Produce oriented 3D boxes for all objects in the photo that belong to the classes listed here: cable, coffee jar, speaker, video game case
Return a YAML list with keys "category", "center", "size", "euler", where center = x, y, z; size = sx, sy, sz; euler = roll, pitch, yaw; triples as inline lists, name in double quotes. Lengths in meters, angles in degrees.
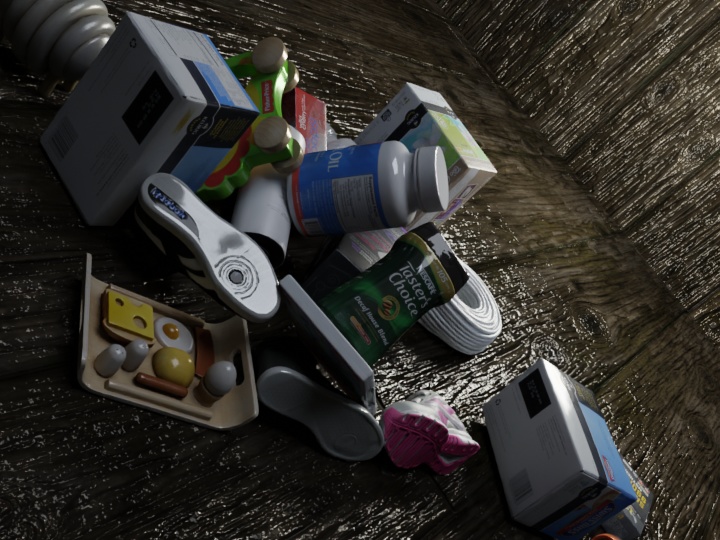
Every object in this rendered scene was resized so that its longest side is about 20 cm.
- category: "cable"
  center: [0.154, 0.045, 1.414]
  size: [0.199, 0.069, 0.201]
  euler: [41, 27, -14]
- category: "coffee jar"
  center: [0.040, 0.031, 1.051]
  size: [0.199, 0.085, 0.105]
  euler: [-38, 95, -20]
- category: "speaker"
  center: [-0.124, -0.101, 1.121]
  size: [0.081, 0.081, 0.203]
  euler: [30, 48, -30]
- category: "video game case"
  center: [-0.034, 0.094, 0.969]
  size: [0.143, 0.017, 0.201]
  euler: [48, -13, 18]

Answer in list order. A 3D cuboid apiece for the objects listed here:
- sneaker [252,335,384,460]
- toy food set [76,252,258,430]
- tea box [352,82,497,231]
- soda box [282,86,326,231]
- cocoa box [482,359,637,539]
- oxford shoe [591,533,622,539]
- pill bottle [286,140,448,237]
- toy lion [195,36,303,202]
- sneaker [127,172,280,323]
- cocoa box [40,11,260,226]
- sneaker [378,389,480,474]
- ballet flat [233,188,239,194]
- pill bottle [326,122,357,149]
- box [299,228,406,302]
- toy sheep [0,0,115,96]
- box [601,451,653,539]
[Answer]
- category: "sneaker"
  center: [-0.049, 0.143, 0.973]
  size: [0.199, 0.071, 0.100]
  euler: [40, 14, -32]
- category: "toy food set"
  center: [-0.196, 0.070, 0.857]
  size: [0.198, 0.060, 0.145]
  euler: [27, 33, -36]
- category: "tea box"
  center: [0.098, -0.187, 1.501]
  size: [0.198, 0.200, 0.133]
  euler: [55, 27, 18]
- category: "soda box"
  center: [-0.094, -0.166, 1.258]
  size: [0.069, 0.063, 0.203]
  euler: [19, 60, -43]
- category: "cocoa box"
  center: [0.284, 0.263, 1.220]
  size: [0.130, 0.133, 0.202]
  euler: [31, 30, -31]
- category: "oxford shoe"
  center: [0.415, 0.472, 1.222]
  size: [0.072, 0.071, 0.202]
  euler: [13, 42, -56]
- category: "pill bottle"
  center: [0.012, -0.109, 1.098]
  size: [0.112, 0.196, 0.114]
  euler: [-6, 90, -74]
- category: "toy lion"
  center: [-0.174, -0.189, 1.096]
  size: [0.069, 0.188, 0.203]
  euler: [56, 26, -62]
- category: "sneaker"
  center: [-0.175, -0.008, 0.935]
  size: [0.200, 0.112, 0.073]
  euler: [47, 53, 3]
- category: "cocoa box"
  center: [-0.239, -0.163, 0.954]
  size: [0.134, 0.200, 0.131]
  euler: [54, 27, 17]
- category: "sneaker"
  center: [0.074, 0.198, 1.070]
  size: [0.200, 0.081, 0.089]
  euler: [38, 16, -54]
- category: "ballet flat"
  center: [-0.219, -0.182, 1.165]
  size: [0.199, 0.069, 0.063]
  euler: [39, 31, -15]
- category: "pill bottle"
  center: [-0.025, -0.139, 1.348]
  size: [0.201, 0.111, 0.111]
  euler: [51, 26, 10]
- category: "box"
  center: [0.000, 0.000, 1.199]
  size: [0.122, 0.106, 0.201]
  euler: [42, 27, -8]
- category: "toy sheep"
  center: [-0.366, -0.293, 1.019]
  size: [0.200, 0.138, 0.138]
  euler: [45, 26, -5]
- category: "box"
  center: [0.400, 0.338, 1.407]
  size: [0.201, 0.048, 0.158]
  euler: [53, 26, 11]
